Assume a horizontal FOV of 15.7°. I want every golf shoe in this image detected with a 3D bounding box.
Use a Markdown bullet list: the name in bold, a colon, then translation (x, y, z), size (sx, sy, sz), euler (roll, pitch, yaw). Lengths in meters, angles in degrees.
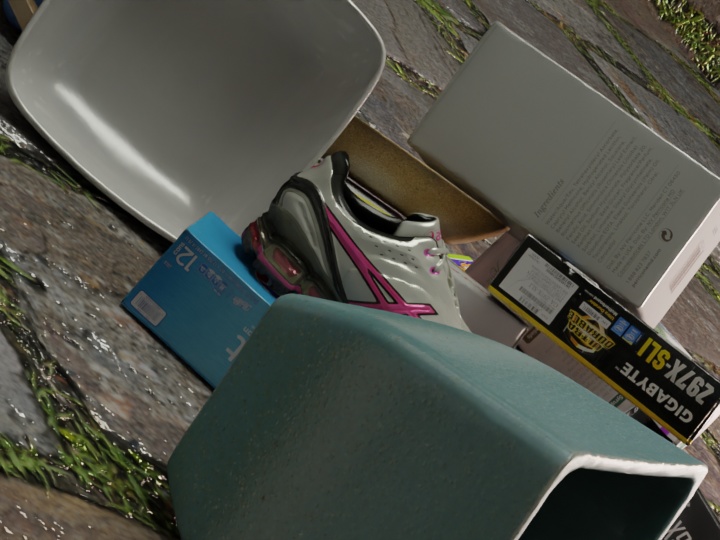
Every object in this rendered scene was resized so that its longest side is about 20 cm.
- **golf shoe**: translation (0.028, 0.016, 1.567), size (0.200, 0.092, 0.073), euler (40, 13, -13)

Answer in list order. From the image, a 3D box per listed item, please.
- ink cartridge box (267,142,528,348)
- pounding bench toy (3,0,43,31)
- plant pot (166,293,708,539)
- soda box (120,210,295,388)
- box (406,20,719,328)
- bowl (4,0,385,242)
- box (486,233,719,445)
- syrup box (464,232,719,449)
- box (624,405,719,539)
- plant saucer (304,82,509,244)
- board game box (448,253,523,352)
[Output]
- **ink cartridge box**: translation (0.000, 0.000, 1.728), size (0.145, 0.083, 0.200), euler (34, 5, -34)
- **pounding bench toy**: translation (-0.199, -0.270, 1.826), size (0.200, 0.156, 0.124), euler (65, 16, 4)
- **plant pot**: translation (0.019, 0.117, 1.344), size (0.200, 0.196, 0.196), euler (39, 12, 25)
- **soda box**: translation (-0.043, 0.058, 1.566), size (0.200, 0.064, 0.068), euler (43, 14, 0)
- **box**: translation (0.150, -0.063, 1.825), size (0.200, 0.106, 0.152), euler (37, -1, 11)
- **bowl**: translation (-0.110, -0.132, 1.695), size (0.200, 0.200, 0.075), euler (41, -2, -7)
- **box**: translation (0.160, 0.044, 1.693), size (0.160, 0.049, 0.200), euler (36, 2, 4)
- **syrup box**: translation (0.174, 0.052, 1.931), size (0.200, 0.081, 0.079), euler (50, 17, 11)
- **box**: translation (0.221, 0.180, 1.781), size (0.158, 0.050, 0.200), euler (58, 2, -3)
- **plant saucer**: translation (0.013, -0.072, 1.814), size (0.200, 0.035, 0.200), euler (35, 1, -1)
- **board game box**: translation (0.071, 0.046, 1.929), size (0.134, 0.045, 0.200), euler (48, 16, 18)
